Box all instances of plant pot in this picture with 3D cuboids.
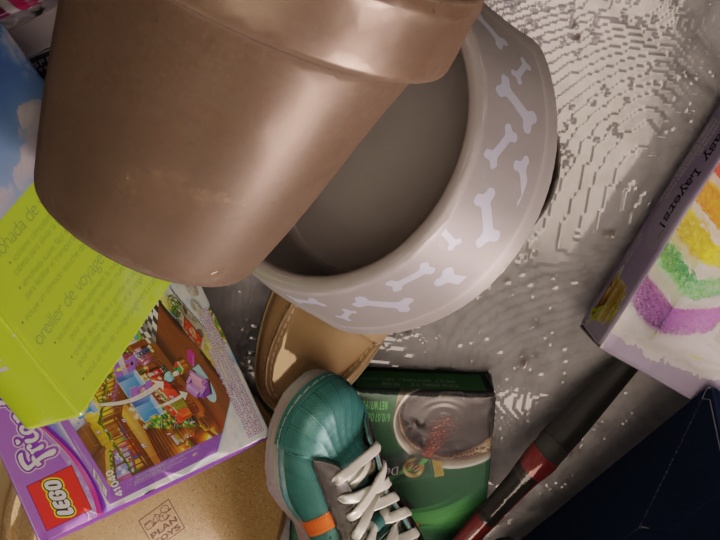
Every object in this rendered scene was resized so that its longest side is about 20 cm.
[{"bbox_3d":[-0.068,-0.094,0.735,0.200,0.200,0.175,23,111,-11],"label":"plant pot"}]

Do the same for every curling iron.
[{"bbox_3d":[0.114,0.117,0.963,0.050,0.026,0.200,40,82,-34],"label":"curling iron"}]

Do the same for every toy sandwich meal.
[{"bbox_3d":[-0.138,0.138,0.952,0.205,0.070,0.206,-10,109,-30],"label":"toy sandwich meal"}]

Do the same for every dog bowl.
[{"bbox_3d":[0.001,-0.069,0.830,0.200,0.200,0.059,-53,147,14],"label":"dog bowl"}]

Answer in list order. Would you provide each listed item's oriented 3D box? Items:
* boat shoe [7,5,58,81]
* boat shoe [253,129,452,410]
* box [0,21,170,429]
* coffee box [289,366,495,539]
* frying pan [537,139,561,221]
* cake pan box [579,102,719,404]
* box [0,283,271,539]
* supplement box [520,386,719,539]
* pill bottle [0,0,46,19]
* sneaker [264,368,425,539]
[{"bbox_3d":[-0.129,-0.112,0.851,0.200,0.066,0.072,-23,88,8],"label":"boat shoe"},{"bbox_3d":[0.000,0.000,0.885,0.071,0.065,0.200,27,103,-9],"label":"boat shoe"},{"bbox_3d":[-0.178,-0.037,0.770,0.048,0.122,0.200,-16,120,34],"label":"box"},{"bbox_3d":[0.016,0.158,0.984,0.123,0.044,0.201,3,109,-5],"label":"coffee box"},{"bbox_3d":[0.025,-0.044,0.921,0.190,0.031,0.115,-31,106,10],"label":"frying pan"},{"bbox_3d":[0.258,0.008,0.937,0.200,0.052,0.184,30,102,-15],"label":"cake pan box"},{"bbox_3d":[-0.153,0.031,0.877,0.137,0.039,0.200,-24,85,-12],"label":"box"},{"bbox_3d":[0.213,0.216,0.937,0.200,0.134,0.200,35,120,-18],"label":"supplement box"},{"bbox_3d":[-0.205,-0.182,0.817,0.200,0.113,0.114,-21,109,4],"label":"pill bottle"},{"bbox_3d":[0.005,0.145,0.893,0.071,0.080,0.200,-36,130,-34],"label":"sneaker"}]
